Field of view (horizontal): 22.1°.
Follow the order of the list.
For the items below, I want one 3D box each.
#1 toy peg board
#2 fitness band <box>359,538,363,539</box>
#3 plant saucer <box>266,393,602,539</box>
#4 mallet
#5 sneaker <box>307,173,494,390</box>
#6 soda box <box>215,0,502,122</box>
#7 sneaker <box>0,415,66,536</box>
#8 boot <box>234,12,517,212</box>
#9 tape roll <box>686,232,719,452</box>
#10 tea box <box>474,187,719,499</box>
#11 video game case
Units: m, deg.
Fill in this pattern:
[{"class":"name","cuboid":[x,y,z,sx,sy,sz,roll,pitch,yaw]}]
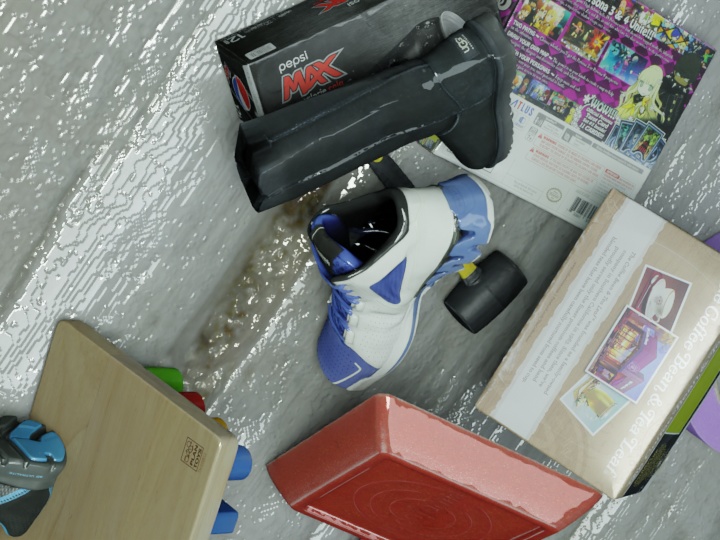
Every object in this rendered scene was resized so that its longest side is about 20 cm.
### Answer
[{"class":"toy peg board","cuboid":[-0.152,0.166,1.325,0.098,0.199,0.201,4,110,-46]},{"class":"fitness band","cuboid":[0.045,0.290,1.573,0.143,0.037,0.201,-24,121,-21]},{"class":"plant saucer","cuboid":[0.050,0.176,1.414,0.200,0.200,0.037,26,58,-18]},{"class":"mallet","cuboid":[0.065,-0.040,1.442,0.066,0.041,0.200,-37,120,-8]},{"class":"sneaker","cuboid":[0.000,0.000,1.360,0.115,0.081,0.200,4,136,-36]},{"class":"soda box","cuboid":[0.001,-0.168,1.334,0.200,0.063,0.071,-27,121,-16]},{"class":"sneaker","cuboid":[-0.310,0.138,1.282,0.199,0.073,0.082,16,115,-19]},{"class":"boot","cuboid":[0.009,-0.089,1.304,0.200,0.066,0.165,-29,153,-13]},{"class":"tape roll","cuboid":[0.348,0.061,1.620,0.200,0.066,0.201,-11,115,-24]},{"class":"tea box","cuboid":[0.212,0.061,1.452,0.200,0.133,0.197,-58,165,3]},{"class":"video game case","cuboid":[0.165,-0.138,1.451,0.200,0.036,0.182,23,99,-34]}]
